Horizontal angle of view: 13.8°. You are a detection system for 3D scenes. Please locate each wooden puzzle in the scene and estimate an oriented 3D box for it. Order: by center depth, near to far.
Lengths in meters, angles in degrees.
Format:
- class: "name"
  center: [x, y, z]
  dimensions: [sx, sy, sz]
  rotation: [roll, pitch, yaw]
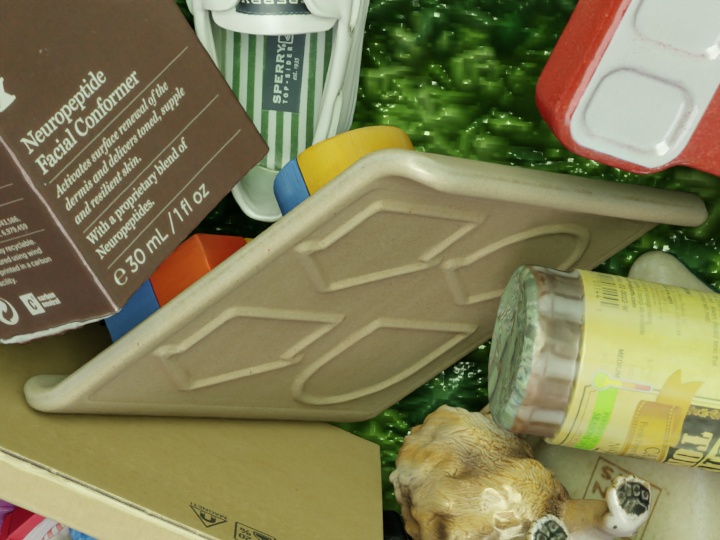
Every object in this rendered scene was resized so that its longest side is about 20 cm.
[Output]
- class: "wooden puzzle"
  center: [0.000, 0.000, 1.087]
  dimensions: [0.200, 0.046, 0.185]
  rotation: [-30, 158, 32]

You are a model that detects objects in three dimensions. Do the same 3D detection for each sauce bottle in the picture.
- class: "sauce bottle"
  center: [0.148, 0.043, 1.069]
  dimensions: [0.199, 0.065, 0.065]
  rotation: [9, 132, -8]

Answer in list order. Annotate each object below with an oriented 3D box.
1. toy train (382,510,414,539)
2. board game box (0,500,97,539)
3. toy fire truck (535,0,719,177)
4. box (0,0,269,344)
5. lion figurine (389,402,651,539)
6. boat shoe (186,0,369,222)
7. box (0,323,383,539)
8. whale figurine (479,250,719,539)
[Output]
- class: "toy train"
  center: [0.021, 0.129, 1.118]
  dimensions: [0.034, 0.200, 0.046]
  rotation: [-33, 103, 1]
- class: "board game box"
  center: [-0.103, 0.113, 1.246]
  dimensions: [0.157, 0.039, 0.201]
  rotation: [0, 131, 8]
- class: "toy fire truck"
  center: [0.164, -0.105, 0.924]
  dimensions: [0.167, 0.112, 0.201]
  rotation: [15, 117, -24]
- class: "box"
  center: [-0.127, -0.087, 1.000]
  dimensions: [0.075, 0.100, 0.200]
  rotation: [-15, 116, 46]
- class: "lion figurine"
  center: [0.086, 0.134, 1.094]
  dimensions: [0.201, 0.072, 0.122]
  rotation: [60, 155, 1]
- class: "boat shoe"
  center: [-0.024, -0.105, 1.029]
  dimensions: [0.073, 0.067, 0.201]
  rotation: [0, 131, 7]
- class: "box"
  center: [-0.084, 0.064, 1.116]
  dimensions: [0.199, 0.164, 0.021]
  rotation: [23, 106, -7]
- class: "whale figurine"
  center: [0.119, 0.090, 1.171]
  dimensions: [0.159, 0.104, 0.201]
  rotation: [26, 112, 25]
